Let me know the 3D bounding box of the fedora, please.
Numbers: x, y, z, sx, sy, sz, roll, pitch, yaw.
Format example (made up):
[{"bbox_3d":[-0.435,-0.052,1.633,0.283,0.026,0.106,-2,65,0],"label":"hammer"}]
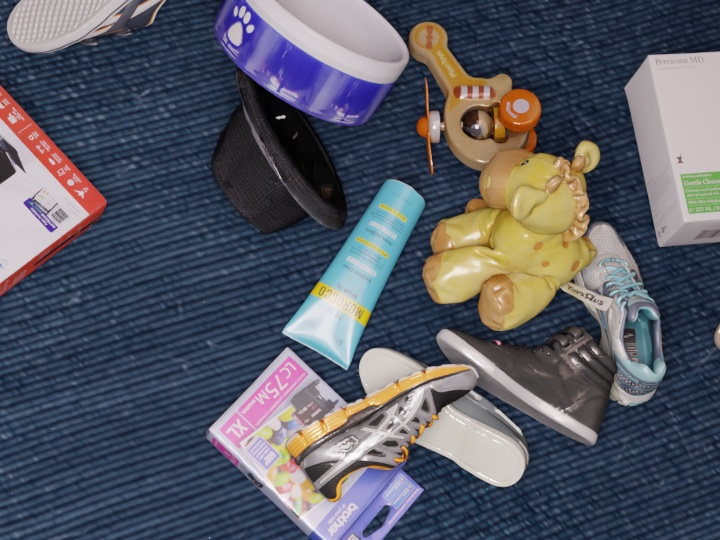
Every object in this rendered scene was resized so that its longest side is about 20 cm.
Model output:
[{"bbox_3d":[-0.097,-0.109,1.340,0.091,0.200,0.202,-33,78,14],"label":"fedora"}]

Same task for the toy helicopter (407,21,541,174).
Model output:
[{"bbox_3d":[0.104,-0.192,1.450,0.131,0.079,0.201,-27,67,-10],"label":"toy helicopter"}]

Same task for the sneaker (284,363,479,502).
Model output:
[{"bbox_3d":[0.029,0.150,1.254,0.198,0.078,0.078,-27,82,-3],"label":"sneaker"}]

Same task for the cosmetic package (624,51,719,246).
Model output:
[{"bbox_3d":[0.375,-0.137,1.466,0.106,0.085,0.203,-6,73,-11],"label":"cosmetic package"}]

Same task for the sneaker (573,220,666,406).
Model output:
[{"bbox_3d":[0.285,0.036,1.384,0.076,0.086,0.203,-8,72,-15],"label":"sneaker"}]

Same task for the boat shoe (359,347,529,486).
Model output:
[{"bbox_3d":[0.087,0.143,1.331,0.199,0.073,0.062,35,24,10],"label":"boat shoe"}]

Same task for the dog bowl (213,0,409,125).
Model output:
[{"bbox_3d":[-0.051,-0.242,1.361,0.198,0.079,0.201,28,26,-14],"label":"dog bowl"}]

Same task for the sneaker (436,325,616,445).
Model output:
[{"bbox_3d":[0.177,0.089,1.346,0.198,0.071,0.100,31,78,-6],"label":"sneaker"}]

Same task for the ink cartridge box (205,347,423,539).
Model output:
[{"bbox_3d":[-0.042,0.187,1.290,0.200,0.042,0.119,44,69,4],"label":"ink cartridge box"}]

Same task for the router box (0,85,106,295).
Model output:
[{"bbox_3d":[-0.381,-0.081,1.280,0.200,0.049,0.179,46,54,0],"label":"router box"}]

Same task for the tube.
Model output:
[{"bbox_3d":[0.000,0.000,1.365,0.077,0.050,0.202,27,73,8],"label":"tube"}]

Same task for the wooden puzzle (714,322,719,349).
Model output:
[{"bbox_3d":[0.510,0.048,1.452,0.184,0.037,0.201,34,68,2],"label":"wooden puzzle"}]

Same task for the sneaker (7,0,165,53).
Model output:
[{"bbox_3d":[-0.277,-0.282,1.397,0.198,0.079,0.079,-26,71,7],"label":"sneaker"}]

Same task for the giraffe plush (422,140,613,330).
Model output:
[{"bbox_3d":[0.167,-0.050,1.313,0.197,0.164,0.174,11,45,11],"label":"giraffe plush"}]
